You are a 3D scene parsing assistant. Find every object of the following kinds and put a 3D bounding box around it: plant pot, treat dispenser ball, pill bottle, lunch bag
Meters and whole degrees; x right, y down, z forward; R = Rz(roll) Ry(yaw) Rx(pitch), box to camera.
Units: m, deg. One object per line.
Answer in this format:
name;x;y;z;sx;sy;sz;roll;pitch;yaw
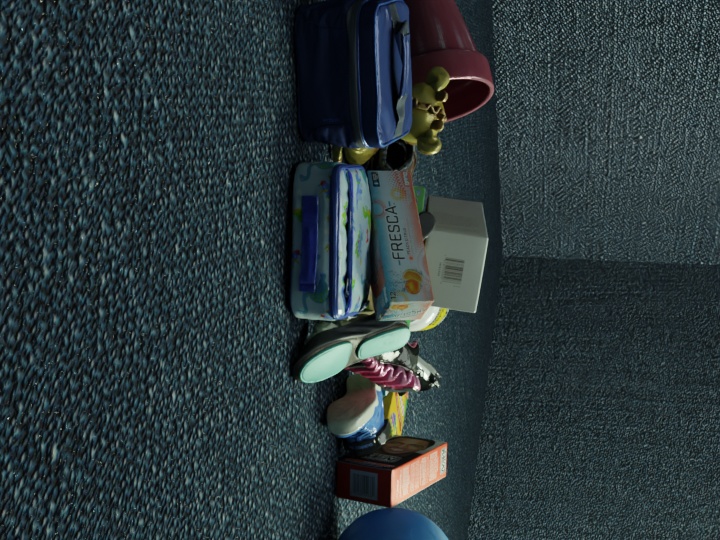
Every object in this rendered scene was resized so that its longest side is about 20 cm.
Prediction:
plant pot;0.110;-0.360;1.720;0.200;0.197;0.182;36;41;-75
treat dispenser ball;0.048;0.456;1.529;0.201;0.197;0.205;3;90;-77
pill bottle;0.097;0.053;1.865;0.200;0.111;0.114;7;85;-77
lunch bag;-0.038;-0.037;1.327;0.161;0.081;0.204;-5;96;-74
lunch bag;0.002;-0.260;1.308;0.136;0.130;0.203;-42;134;-61

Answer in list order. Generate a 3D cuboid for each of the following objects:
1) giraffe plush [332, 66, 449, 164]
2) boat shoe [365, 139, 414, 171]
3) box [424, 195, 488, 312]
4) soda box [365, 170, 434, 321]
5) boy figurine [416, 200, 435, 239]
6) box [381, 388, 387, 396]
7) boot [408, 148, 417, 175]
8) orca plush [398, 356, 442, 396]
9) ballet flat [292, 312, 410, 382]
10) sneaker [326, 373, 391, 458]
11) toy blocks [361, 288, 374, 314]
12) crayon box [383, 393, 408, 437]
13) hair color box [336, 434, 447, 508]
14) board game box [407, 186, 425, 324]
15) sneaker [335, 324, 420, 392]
giraffe plush;0.050;-0.230;1.486;0.200;0.159;0.176;-46;138;-72
boat shoe;0.060;-0.193;1.646;0.091;0.070;0.202;-49;-166;47
box;0.145;-0.031;1.660;0.200;0.096;0.126;-77;175;-71
soda box;0.045;-0.034;1.402;0.064;0.067;0.203;120;-34;-59
boy figurine;0.042;-0.070;1.571;0.065;0.124;0.200;-48;-169;-17
box;0.028;0.098;1.707;0.082;0.048;0.204;-42;134;-74
boot;0.048;-0.108;1.755;0.188;0.063;0.202;73;28;-51
orca plush;0.082;0.180;1.778;0.071;0.105;0.200;-44;176;3
ballet flat;-0.023;0.095;1.381;0.198;0.073;0.074;-17;114;-36
sneaker;0.000;0.236;1.548;0.200;0.075;0.113;-63;144;-75
toy blocks;0.000;0.000;1.507;0.200;0.098;0.139;29;53;-74
crayon box;0.040;0.252;1.792;0.202;0.050;0.128;-75;162;-44
hair color box;0.053;0.315;1.637;0.199;0.100;0.062;-6;99;-61
board game box;0.080;-0.017;1.684;0.135;0.029;0.203;85;12;-70
sneaker;0.022;0.108;1.511;0.199;0.078;0.097;34;63;-44
